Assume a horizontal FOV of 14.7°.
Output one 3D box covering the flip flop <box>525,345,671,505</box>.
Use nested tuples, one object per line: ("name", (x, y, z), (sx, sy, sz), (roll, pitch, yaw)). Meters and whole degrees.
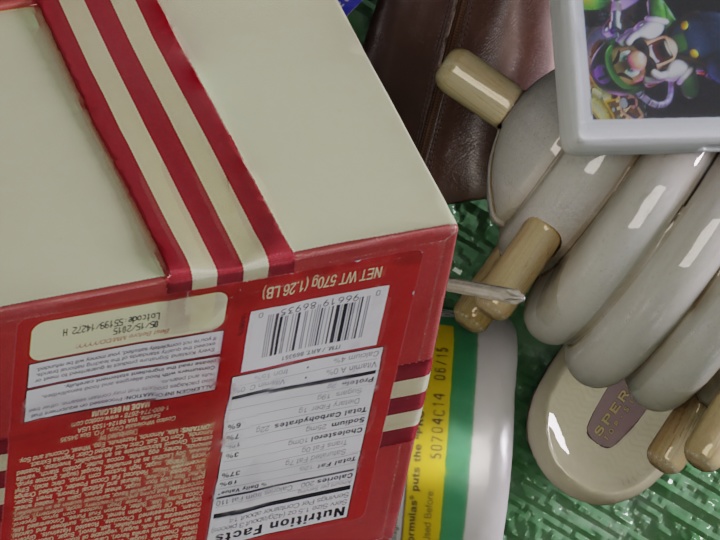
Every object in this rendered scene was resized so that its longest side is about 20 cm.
("flip flop", (0.134, 0.001, 1.082), (0.081, 0.058, 0.200), (35, 83, 1))

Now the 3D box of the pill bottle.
("pill bottle", (-0.043, 0.064, 1.058), (0.199, 0.113, 0.114), (4, 89, 1))

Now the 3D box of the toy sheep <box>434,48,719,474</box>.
("toy sheep", (0.108, -0.013, 0.997), (0.200, 0.138, 0.138), (36, 89, -6))

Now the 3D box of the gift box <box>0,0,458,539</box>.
("gift box", (-0.073, -0.023, 0.924), (0.183, 0.201, 0.187), (-7, 47, -23))

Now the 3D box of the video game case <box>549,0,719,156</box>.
("video game case", (0.150, -0.140, 0.959), (0.181, 0.023, 0.201), (-2, 79, -11))

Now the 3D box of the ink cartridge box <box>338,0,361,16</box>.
("ink cartridge box", (-0.025, -0.176, 1.052), (0.094, 0.037, 0.201), (23, 68, -32))

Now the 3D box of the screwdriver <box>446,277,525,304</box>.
("screwdriver", (0.000, 0.000, 1.007), (0.029, 0.200, 0.028), (-8, 100, -25))

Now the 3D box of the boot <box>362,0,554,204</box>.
("boot", (0.084, -0.109, 1.051), (0.186, 0.064, 0.201), (16, 93, 38))
